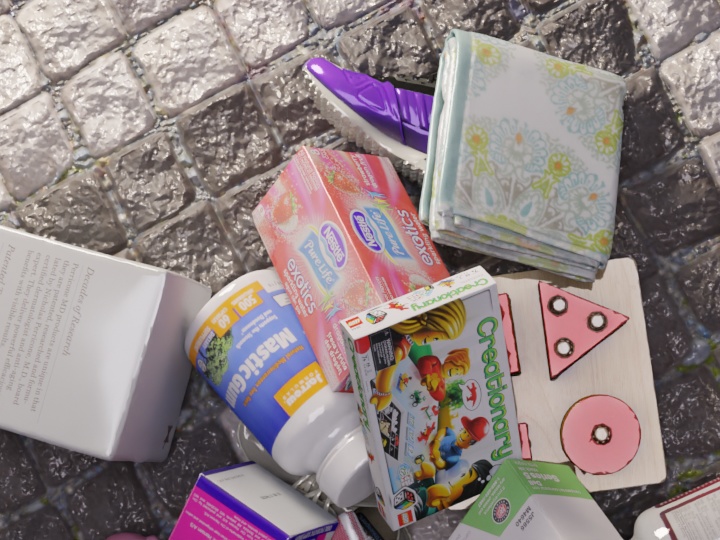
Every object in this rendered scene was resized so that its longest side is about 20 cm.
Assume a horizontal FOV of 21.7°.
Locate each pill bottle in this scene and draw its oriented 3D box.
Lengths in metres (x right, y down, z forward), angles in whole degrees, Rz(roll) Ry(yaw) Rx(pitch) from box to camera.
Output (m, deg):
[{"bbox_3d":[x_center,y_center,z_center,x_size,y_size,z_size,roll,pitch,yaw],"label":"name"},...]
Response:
[{"bbox_3d":[0.301,0.237,1.592,0.199,0.110,0.110,-25,83,3],"label":"pill bottle"},{"bbox_3d":[-0.052,0.104,1.616,0.112,0.112,0.200,-44,67,0],"label":"pill bottle"}]

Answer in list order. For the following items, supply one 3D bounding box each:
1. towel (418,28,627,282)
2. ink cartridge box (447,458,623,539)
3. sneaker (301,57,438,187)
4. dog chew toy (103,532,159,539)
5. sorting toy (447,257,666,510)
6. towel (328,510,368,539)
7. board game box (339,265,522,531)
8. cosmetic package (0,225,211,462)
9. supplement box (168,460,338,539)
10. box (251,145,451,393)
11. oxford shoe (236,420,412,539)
[{"bbox_3d":[0.142,-0.100,1.626,0.170,0.048,0.201,16,67,-17],"label":"towel"},{"bbox_3d":[0.156,0.276,1.533,0.146,0.084,0.200,-57,44,23],"label":"ink cartridge box"},{"bbox_3d":[0.045,-0.145,1.678,0.200,0.070,0.100,35,82,3],"label":"sneaker"},{"bbox_3d":[-0.246,0.308,1.638,0.200,0.125,0.125,-43,82,-7],"label":"dog chew toy"},{"bbox_3d":[0.158,0.098,1.639,0.198,0.070,0.201,-8,84,5],"label":"sorting toy"},{"bbox_3d":[-0.054,0.312,1.634,0.199,0.030,0.147,-29,81,21],"label":"towel"},{"bbox_3d":[0.061,0.106,1.521,0.126,0.035,0.201,-22,125,-15],"label":"board game box"},{"bbox_3d":[-0.259,0.062,1.628,0.199,0.167,0.167,15,86,11],"label":"cosmetic package"},{"bbox_3d":[-0.118,0.277,1.589,0.103,0.101,0.201,32,103,20],"label":"supplement box"},{"bbox_3d":[0.000,0.000,1.595,0.095,0.102,0.201,-52,49,34],"label":"box"},{"bbox_3d":[-0.030,0.193,1.656,0.075,0.058,0.200,-45,81,2],"label":"oxford shoe"}]
